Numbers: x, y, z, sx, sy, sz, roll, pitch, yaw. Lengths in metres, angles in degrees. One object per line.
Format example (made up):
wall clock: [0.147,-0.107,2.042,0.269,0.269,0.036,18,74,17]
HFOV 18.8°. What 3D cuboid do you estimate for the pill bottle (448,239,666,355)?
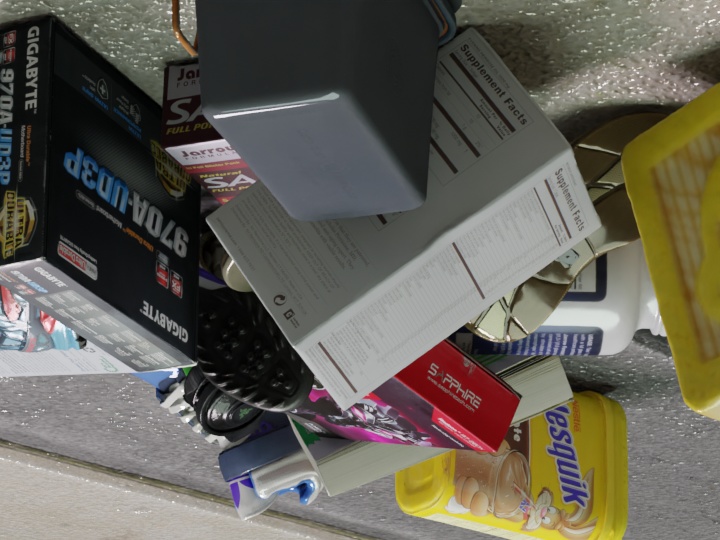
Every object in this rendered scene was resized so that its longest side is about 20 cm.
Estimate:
pill bottle: [0.135,0.004,1.525,0.199,0.111,0.111,1,159,0]

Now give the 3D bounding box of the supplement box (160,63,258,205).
supplement box: [-0.039,-0.072,1.405,0.108,0.061,0.200,-8,156,20]

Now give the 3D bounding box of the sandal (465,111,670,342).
sandal: [0.139,-0.035,1.440,0.080,0.054,0.200,39,111,-13]

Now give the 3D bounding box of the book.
book: [0.048,0.099,1.677,0.199,0.048,0.134,-24,-160,-6]

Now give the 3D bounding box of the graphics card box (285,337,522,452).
graphics card box: [0.001,0.075,1.532,0.125,0.051,0.200,37,158,-35]

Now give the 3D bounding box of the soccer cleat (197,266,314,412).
soccer cleat: [-0.101,0.036,1.517,0.200,0.068,0.073,31,-177,27]

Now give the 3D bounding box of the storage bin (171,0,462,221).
storage bin: [-0.032,-0.117,1.191,0.145,0.135,0.200,-6,157,16]

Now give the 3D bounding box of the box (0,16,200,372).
box: [-0.163,-0.042,1.350,0.046,0.160,0.200,-9,156,21]

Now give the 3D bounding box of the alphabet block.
alphabet block: [0.306,-0.013,1.319,0.195,0.197,0.200,-35,142,32]

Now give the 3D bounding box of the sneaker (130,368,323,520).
sneaker: [-0.112,0.130,1.803,0.199,0.147,0.081,11,156,-26]

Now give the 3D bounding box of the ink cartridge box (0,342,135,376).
ink cartridge box: [-0.289,0.030,1.645,0.199,0.043,0.196,-2,156,20]

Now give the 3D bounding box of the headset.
headset: [-0.129,0.071,1.667,0.094,0.124,0.200,-29,166,-14]

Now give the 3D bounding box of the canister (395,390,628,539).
canister: [0.130,0.161,1.879,0.199,0.149,0.086,17,153,-33]

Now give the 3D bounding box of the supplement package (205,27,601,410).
supplement package: [0.029,-0.030,1.317,0.200,0.110,0.114,-35,151,-2]

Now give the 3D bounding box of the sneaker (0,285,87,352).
sneaker: [-0.246,-0.013,1.457,0.095,0.079,0.200,-11,131,1]

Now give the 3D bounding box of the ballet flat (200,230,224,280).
ballet flat: [-0.030,-0.001,1.584,0.199,0.071,0.071,2,159,0]

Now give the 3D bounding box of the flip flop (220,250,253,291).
flip flop: [0.000,0.000,1.419,0.199,0.058,0.081,-1,159,18]
